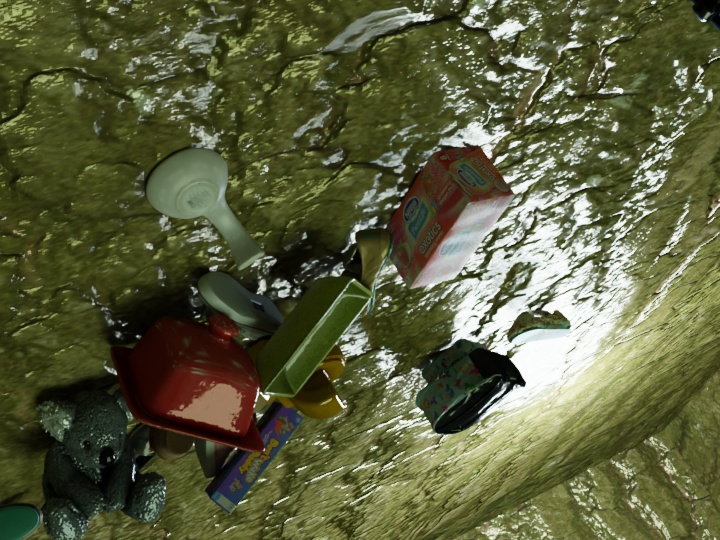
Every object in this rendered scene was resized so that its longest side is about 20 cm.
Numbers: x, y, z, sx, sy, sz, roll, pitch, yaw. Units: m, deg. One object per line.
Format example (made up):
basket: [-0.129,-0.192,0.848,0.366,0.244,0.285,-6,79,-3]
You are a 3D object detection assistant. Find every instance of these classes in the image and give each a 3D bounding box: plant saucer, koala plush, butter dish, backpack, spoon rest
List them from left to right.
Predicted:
koala plush: [-0.387,0.251,1.531,0.177,0.184,0.200,-11,127,-25]
butter dish: [-0.211,0.126,1.417,0.199,0.200,0.148,20,107,-30]
spoon rest: [-0.183,-0.077,1.270,0.099,0.061,0.200,-34,142,0]
plant saucer: [-0.073,0.087,1.516,0.200,0.048,0.200,-52,168,-1]
backpack: [0.210,0.241,2.164,0.200,0.151,0.177,-49,149,16]

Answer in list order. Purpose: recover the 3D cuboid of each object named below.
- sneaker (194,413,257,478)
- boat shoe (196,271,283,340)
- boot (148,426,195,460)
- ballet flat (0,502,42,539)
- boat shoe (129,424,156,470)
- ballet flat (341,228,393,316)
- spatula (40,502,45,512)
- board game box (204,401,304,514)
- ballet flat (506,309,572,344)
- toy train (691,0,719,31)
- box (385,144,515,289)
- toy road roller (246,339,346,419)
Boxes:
sneaker: [-0.228,0.289,1.835,0.105,0.075,0.200,-15,146,-22]
boat shoe: [-0.182,0.058,1.488,0.070,0.071,0.200,-31,157,13]
boot: [-0.261,0.192,1.611,0.077,0.200,0.155,21,164,-18]
ballet flat: [-0.600,0.422,1.683,0.200,0.068,0.067,-21,172,-12]
boat shoe: [-0.363,0.307,1.735,0.200,0.057,0.067,-41,154,18]
ballet flat: [0.000,0.000,1.616,0.063,0.069,0.200,5,142,-10]
spatula: [-0.463,0.340,1.722,0.200,0.021,0.056,-43,147,24]
board game box: [-0.185,0.319,1.830,0.200,0.045,0.134,-52,-174,-12]
ballet flat: [0.361,0.114,2.212,0.200,0.064,0.076,0,144,-46]
toy train: [0.541,-0.414,1.445,0.200,0.087,0.114,-47,157,28]
box: [0.121,-0.077,1.551,0.095,0.103,0.200,-12,149,-36]
toy road roller: [-0.114,0.183,1.693,0.200,0.146,0.123,-31,155,-3]
